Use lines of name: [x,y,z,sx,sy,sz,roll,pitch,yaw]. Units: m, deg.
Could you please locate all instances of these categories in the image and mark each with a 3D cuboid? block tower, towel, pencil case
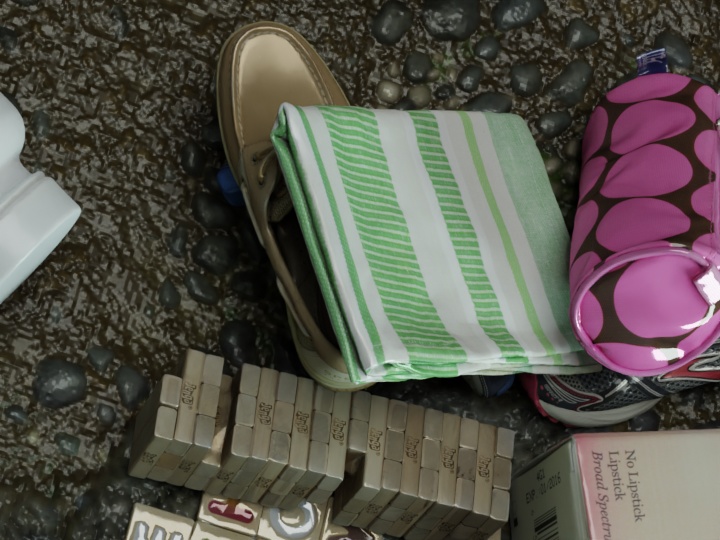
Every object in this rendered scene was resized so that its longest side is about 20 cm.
block tower: [-0.015,0.095,1.349,0.199,0.058,0.054,15,60,-14]
towel: [0.044,-0.016,1.323,0.199,0.023,0.153,-1,66,-48]
pencil case: [0.159,-0.030,1.379,0.200,0.093,0.091,-79,150,-55]

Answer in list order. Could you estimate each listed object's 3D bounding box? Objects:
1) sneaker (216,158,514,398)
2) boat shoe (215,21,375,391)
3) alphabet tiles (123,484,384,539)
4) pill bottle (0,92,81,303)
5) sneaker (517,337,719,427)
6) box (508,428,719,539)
sneaker: [0.000,0.000,1.389,0.085,0.077,0.200,-40,80,-15]
boat shoe: [-0.024,-0.041,1.328,0.071,0.065,0.201,-18,76,-4]
alphabet tiles: [-0.053,0.205,1.333,0.166,0.008,0.201,18,69,-11]
pill bottle: [-0.239,-0.070,1.306,0.200,0.111,0.111,44,65,0]
sneaker: [0.175,0.027,1.426,0.199,0.075,0.081,-16,78,-21]
box: [0.191,0.155,1.370,0.199,0.109,0.129,-1,73,-18]
